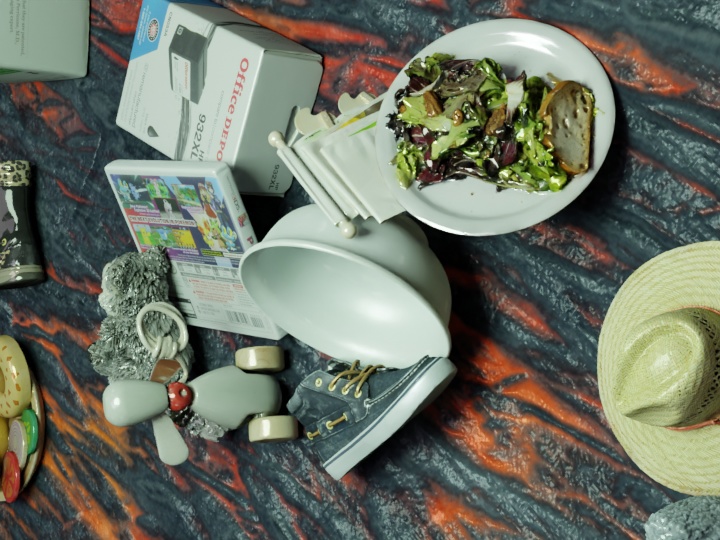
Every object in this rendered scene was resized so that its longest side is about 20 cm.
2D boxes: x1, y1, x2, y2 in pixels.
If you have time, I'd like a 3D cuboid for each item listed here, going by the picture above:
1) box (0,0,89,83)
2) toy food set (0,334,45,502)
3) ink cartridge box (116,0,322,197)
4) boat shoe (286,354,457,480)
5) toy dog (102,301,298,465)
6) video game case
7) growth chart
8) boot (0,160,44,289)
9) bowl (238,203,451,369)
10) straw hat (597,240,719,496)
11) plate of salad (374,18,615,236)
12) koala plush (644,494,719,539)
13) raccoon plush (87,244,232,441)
[{"bbox_3d":[-0.435,-0.325,1.659,0.197,0.170,0.203,4,94,44],"label":"box"},{"bbox_3d":[-0.450,0.187,1.762,0.199,0.048,0.201,-18,77,43],"label":"toy food set"},{"bbox_3d":[-0.145,-0.178,1.432,0.199,0.083,0.147,31,112,40],"label":"ink cartridge box"},{"bbox_3d":[0.002,0.109,1.268,0.091,0.071,0.200,51,136,7],"label":"boat shoe"},{"bbox_3d":[-0.157,0.124,1.396,0.096,0.198,0.134,-31,43,57],"label":"toy dog"},{"bbox_3d":[-0.164,-0.024,1.431,0.199,0.023,0.184,7,123,49],"label":"video game case"},{"bbox_3d":[0.034,-0.102,1.202,0.018,0.198,0.146,93,152,-54],"label":"growth chart"},{"bbox_3d":[-0.463,-0.052,1.756,0.198,0.073,0.153,-4,88,41],"label":"boot"},{"bbox_3d":[0.000,0.000,1.248,0.199,0.201,0.091,-4,52,44],"label":"bowl"},{"bbox_3d":[0.232,0.072,1.059,0.199,0.084,0.204,1,91,44],"label":"straw hat"},{"bbox_3d":[0.104,-0.122,1.151,0.197,0.048,0.203,-7,64,15],"label":"plate of salad"},{"bbox_3d":[0.230,0.274,0.982,0.176,0.198,0.186,21,105,42],"label":"koala plush"},{"bbox_3d":[-0.190,0.064,1.462,0.198,0.097,0.135,30,132,7],"label":"raccoon plush"}]
